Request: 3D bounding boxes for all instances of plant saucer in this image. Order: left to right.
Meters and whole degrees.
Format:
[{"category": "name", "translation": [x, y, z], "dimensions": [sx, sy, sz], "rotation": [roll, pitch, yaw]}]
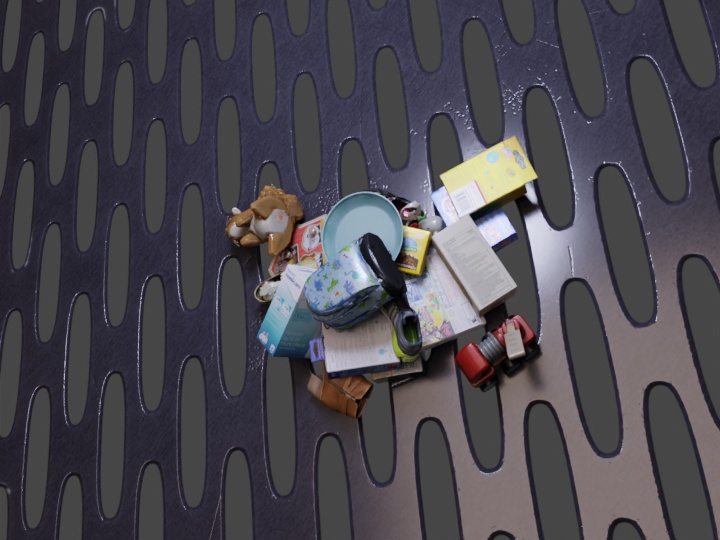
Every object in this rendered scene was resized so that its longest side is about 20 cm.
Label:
[{"category": "plant saucer", "translation": [0.008, -0.076, 1.640], "dimensions": [0.196, 0.036, 0.204], "rotation": [-4, 80, 20]}]

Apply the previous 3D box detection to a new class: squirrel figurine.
[{"category": "squirrel figurine", "translation": [-0.254, -0.132, 1.875], "dimensions": [0.185, 0.143, 0.200], "rotation": [-8, 27, 45]}]

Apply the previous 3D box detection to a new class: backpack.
[{"category": "backpack", "translation": [-0.025, 0.035, 1.549], "dimensions": [0.200, 0.152, 0.165], "rotation": [-42, 57, 27]}]

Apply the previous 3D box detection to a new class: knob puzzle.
[{"category": "knob puzzle", "translation": [-0.160, -0.035, 1.829], "dimensions": [0.217, 0.030, 0.224], "rotation": [-15, 62, 30]}]

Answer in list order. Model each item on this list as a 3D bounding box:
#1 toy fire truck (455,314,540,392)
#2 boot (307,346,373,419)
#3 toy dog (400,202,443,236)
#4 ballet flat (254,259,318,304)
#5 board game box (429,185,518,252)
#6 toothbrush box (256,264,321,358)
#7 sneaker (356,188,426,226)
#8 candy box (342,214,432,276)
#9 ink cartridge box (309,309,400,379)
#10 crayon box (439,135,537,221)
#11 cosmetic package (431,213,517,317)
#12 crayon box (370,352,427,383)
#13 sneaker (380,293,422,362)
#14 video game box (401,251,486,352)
[{"category": "toy fire truck", "translation": [0.288, 0.171, 1.513], "dimensions": [0.175, 0.200, 0.130], "rotation": [-37, 63, 5]}, {"category": "boot", "translation": [-0.032, 0.231, 1.676], "dimensions": [0.153, 0.073, 0.204], "rotation": [24, 105, 33]}, {"category": "toy dog", "translation": [0.101, -0.061, 1.712], "dimensions": [0.199, 0.131, 0.098], "rotation": [-32, 52, 31]}, {"category": "ballet flat", "translation": [-0.188, 0.031, 1.777], "dimensions": [0.198, 0.070, 0.072], "rotation": [-28, 63, 33]}, {"category": "board game box", "translation": [0.267, -0.128, 1.708], "dimensions": [0.133, 0.045, 0.202], "rotation": [-30, 65, 9]}, {"category": "toothbrush box", "translation": [-0.135, 0.099, 1.691], "dimensions": [0.085, 0.145, 0.203], "rotation": [38, 108, 41]}, {"category": "sneaker", "translation": [0.070, -0.164, 1.775], "dimensions": [0.197, 0.084, 0.078], "rotation": [19, 79, 25]}, {"category": "candy box", "translation": [0.058, -0.059, 1.653], "dimensions": [0.197, 0.026, 0.104], "rotation": [14, 82, 21]}, {"category": "ink cartridge box", "translation": [-0.017, 0.162, 1.615], "dimensions": [0.196, 0.077, 0.139], "rotation": [-7, 68, -3]}, {"category": "crayon box", "translation": [0.298, -0.207, 1.669], "dimensions": [0.198, 0.051, 0.129], "rotation": [-27, 65, 11]}, {"category": "cosmetic package", "translation": [0.252, -0.011, 1.608], "dimensions": [0.104, 0.071, 0.202], "rotation": [-30, 72, -1]}, {"category": "crayon box", "translation": [0.081, 0.151, 1.684], "dimensions": [0.124, 0.052, 0.204], "rotation": [-12, 69, 17]}, {"category": "sneaker", "translation": [0.093, 0.093, 1.563], "dimensions": [0.073, 0.081, 0.203], "rotation": [-13, 71, -22]}, {"category": "video game box", "translation": [0.165, 0.068, 1.644], "dimensions": [0.179, 0.047, 0.203], "rotation": [-18, 70, -9]}]
